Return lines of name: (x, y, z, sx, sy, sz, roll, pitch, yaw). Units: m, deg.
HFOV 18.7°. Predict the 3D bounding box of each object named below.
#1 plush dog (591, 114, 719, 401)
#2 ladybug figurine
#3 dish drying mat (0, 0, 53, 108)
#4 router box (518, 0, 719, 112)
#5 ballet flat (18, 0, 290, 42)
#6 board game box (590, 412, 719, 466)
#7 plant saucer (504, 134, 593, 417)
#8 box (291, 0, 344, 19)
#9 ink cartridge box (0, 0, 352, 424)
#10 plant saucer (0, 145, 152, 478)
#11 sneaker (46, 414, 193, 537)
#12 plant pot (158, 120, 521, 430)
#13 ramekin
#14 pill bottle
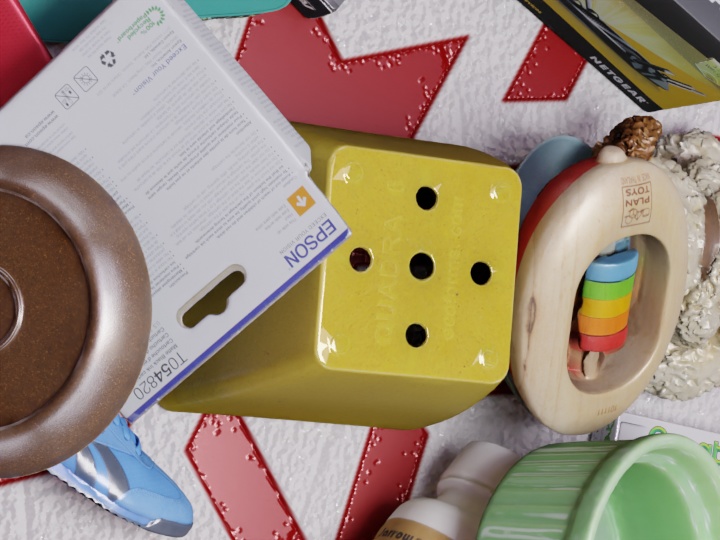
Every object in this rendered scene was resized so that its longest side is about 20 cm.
plush dog: (0.222, -0.015, 1.511, 0.171, 0.160, 0.201, 10, 81, -33)
ladybug figurine: (0.145, 0.009, 1.406, 0.135, 0.072, 0.201, -10, 121, -33)
dish drying mat: (-0.243, -0.154, 1.349, 0.077, 0.018, 0.200, -25, 104, 20)
router box: (0.185, -0.194, 1.508, 0.200, 0.157, 0.052, 38, 73, -20)
ballet flat: (-0.141, -0.189, 1.394, 0.199, 0.074, 0.075, -4, 91, -10)
board game box: (0.252, 0.182, 1.599, 0.199, 0.035, 0.127, 13, 82, -26)
plant saucer: (0.127, 0.007, 1.511, 0.201, 0.039, 0.202, -3, 93, -57)
box: (-0.046, -0.294, 1.456, 0.200, 0.049, 0.161, 44, 73, -18)
ink cartridge box: (-0.131, -0.043, 1.323, 0.199, 0.041, 0.200, -39, 89, 19)
plant saucer: (-0.222, 0.024, 1.299, 0.199, 0.032, 0.201, -1, 87, 13)
sneaker: (-0.174, 0.094, 1.367, 0.200, 0.066, 0.079, 36, 84, -19)
plant pot: (0.000, 0.000, 1.400, 0.199, 0.176, 0.201, 7, 86, -27)
ramekin: (0.157, 0.203, 1.406, 0.200, 0.097, 0.201, 0, 90, -51)
pill bottle: (0.051, 0.216, 1.451, 0.114, 0.114, 0.200, 47, 65, -18)
